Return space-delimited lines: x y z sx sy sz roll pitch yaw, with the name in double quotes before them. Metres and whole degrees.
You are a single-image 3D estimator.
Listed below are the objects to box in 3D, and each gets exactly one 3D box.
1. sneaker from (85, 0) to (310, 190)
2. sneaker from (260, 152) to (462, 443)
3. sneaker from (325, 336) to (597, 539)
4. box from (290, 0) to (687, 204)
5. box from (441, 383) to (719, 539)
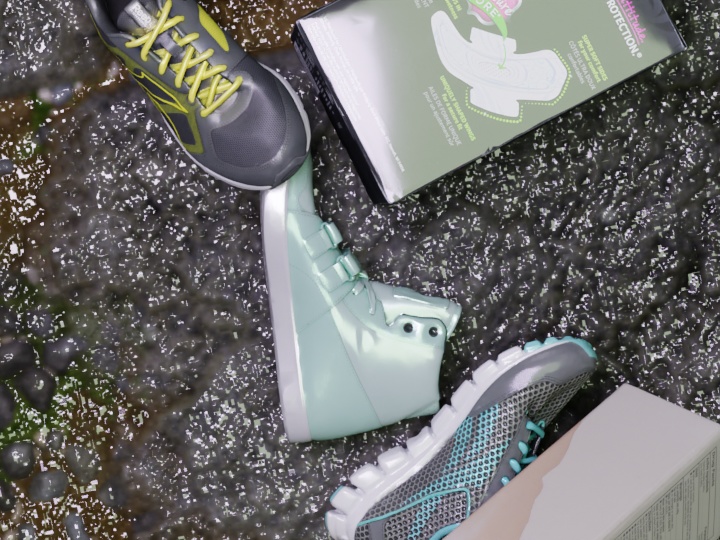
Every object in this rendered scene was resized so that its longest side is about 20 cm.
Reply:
"sneaker" -0.111 -0.125 1.694 0.074 0.085 0.200 -46 67 5
"sneaker" 0.000 0.000 1.743 0.118 0.074 0.201 -7 99 -1
"sneaker" 0.077 0.124 1.733 0.200 0.078 0.091 -42 64 11
"box" 0.073 -0.138 1.705 0.199 0.149 0.125 -27 92 -2
"box" 0.131 0.164 1.695 0.200 0.078 0.095 -36 137 -38
